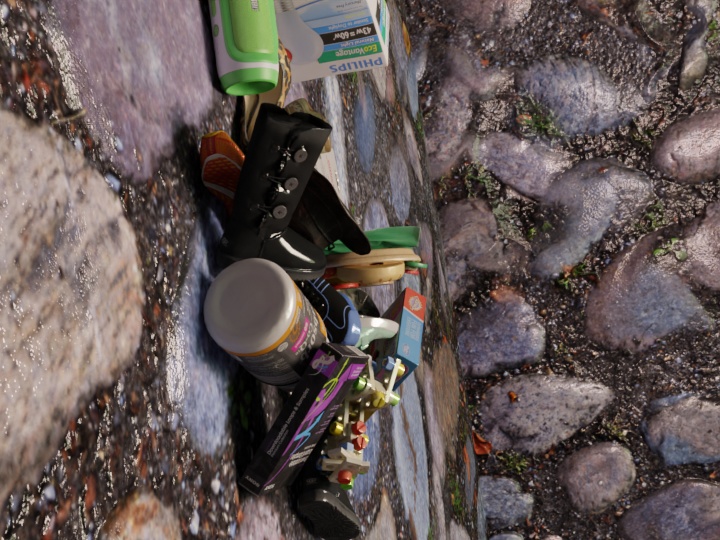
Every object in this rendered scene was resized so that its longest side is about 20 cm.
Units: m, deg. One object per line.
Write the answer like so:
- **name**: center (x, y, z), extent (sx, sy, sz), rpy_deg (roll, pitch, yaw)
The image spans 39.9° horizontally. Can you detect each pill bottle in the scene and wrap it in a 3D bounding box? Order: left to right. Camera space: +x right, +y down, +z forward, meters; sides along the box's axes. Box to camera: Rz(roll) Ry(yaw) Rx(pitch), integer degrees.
- **pill bottle**: center (-0.106, 0.075, 1.221), extent (0.200, 0.114, 0.118), rpy_deg (57, 28, -62)

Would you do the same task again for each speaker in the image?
- **speaker**: center (-0.159, -0.343, 1.330), extent (0.088, 0.087, 0.204), rpy_deg (8, 74, -77)

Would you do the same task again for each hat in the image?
- **hat**: center (-0.076, -0.075, 1.344), extent (0.201, 0.081, 0.201), rpy_deg (47, -10, 11)

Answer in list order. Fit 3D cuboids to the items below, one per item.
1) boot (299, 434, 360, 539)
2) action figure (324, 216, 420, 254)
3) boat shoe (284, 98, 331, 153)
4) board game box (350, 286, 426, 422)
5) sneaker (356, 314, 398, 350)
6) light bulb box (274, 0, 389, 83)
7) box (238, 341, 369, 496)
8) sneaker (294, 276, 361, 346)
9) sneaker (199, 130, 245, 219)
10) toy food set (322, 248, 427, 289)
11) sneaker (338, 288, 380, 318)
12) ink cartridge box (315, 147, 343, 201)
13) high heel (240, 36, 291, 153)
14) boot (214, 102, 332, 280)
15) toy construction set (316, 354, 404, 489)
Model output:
- **boot**: center (-0.046, 0.277, 1.469), extent (0.166, 0.065, 0.202), rpy_deg (68, 14, -52)
- **action figure**: center (-0.014, -0.041, 1.571), extent (0.119, 0.196, 0.055), rpy_deg (109, -25, -47)
- **boat shoe**: center (-0.098, -0.212, 1.486), extent (0.200, 0.062, 0.074), rpy_deg (-141, -144, -69)
- **board game box**: center (0.029, 0.145, 1.562), extent (0.201, 0.040, 0.154), rpy_deg (-52, -163, 37)
- **sneaker**: center (-0.031, 0.125, 1.444), extent (0.198, 0.073, 0.121), rpy_deg (-2, 92, -34)
- **light bulb box**: center (-0.070, -0.410, 1.523), extent (0.201, 0.195, 0.126), rpy_deg (65, 23, -49)
- **box**: center (-0.067, 0.184, 1.246), extent (0.202, 0.036, 0.143), rpy_deg (-58, 166, 3)
- **sneaker**: center (-0.076, 0.030, 1.351), extent (0.077, 0.071, 0.200), rpy_deg (12, 31, -49)
- **sneaker**: center (-0.146, -0.098, 1.265), extent (0.201, 0.072, 0.078), rpy_deg (71, 8, -49)
- **toy food set**: center (0.000, 0.000, 1.476), extent (0.197, 0.197, 0.050), rpy_deg (-2, 85, -58)
- **sneaker**: center (-0.047, 0.031, 1.621), extent (0.202, 0.076, 0.085), rpy_deg (64, -33, 16)
- **ink cartridge box**: center (-0.084, -0.127, 1.569), extent (0.200, 0.067, 0.118), rpy_deg (-42, 123, -75)
- **high heel**: center (-0.139, -0.259, 1.386), extent (0.143, 0.070, 0.204), rpy_deg (-71, 159, -77)
- **boot**: center (-0.081, -0.093, 1.215), extent (0.163, 0.065, 0.203), rpy_deg (2, 114, -42)
- **toy construction set**: center (-0.006, 0.216, 1.347), extent (0.092, 0.131, 0.202), rpy_deg (39, 41, -19)
